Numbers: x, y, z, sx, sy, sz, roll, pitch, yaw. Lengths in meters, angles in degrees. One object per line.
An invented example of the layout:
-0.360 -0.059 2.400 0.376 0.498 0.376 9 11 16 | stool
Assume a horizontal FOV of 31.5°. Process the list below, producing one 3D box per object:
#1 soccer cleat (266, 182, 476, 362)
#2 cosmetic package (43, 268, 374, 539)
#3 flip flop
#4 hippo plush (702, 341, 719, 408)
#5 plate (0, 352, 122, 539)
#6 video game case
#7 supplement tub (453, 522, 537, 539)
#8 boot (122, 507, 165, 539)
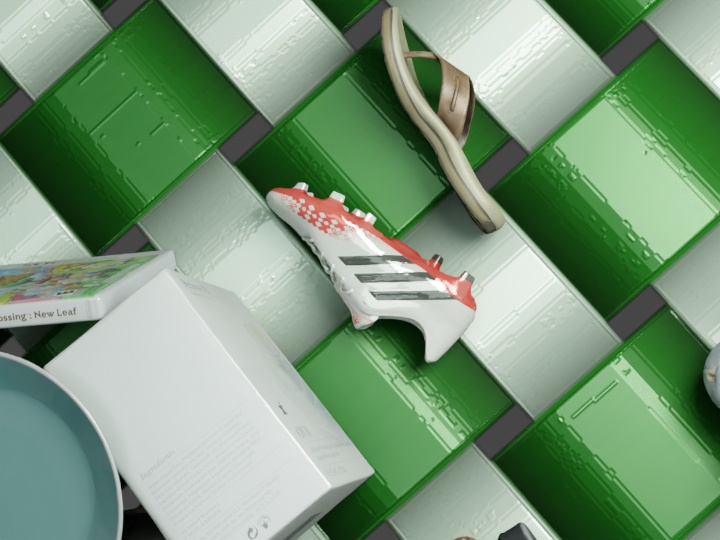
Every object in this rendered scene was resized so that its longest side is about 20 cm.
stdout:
0.000 0.000 1.042 0.200 0.069 0.085 30 85 6 | soccer cleat
-0.106 0.117 0.976 0.123 0.199 0.200 -41 80 3 | cosmetic package
0.073 -0.126 1.037 0.058 0.081 0.200 -29 84 9 | flip flop
0.356 0.075 0.961 0.200 0.159 0.161 48 123 25 | hippo plush
-0.248 0.152 0.918 0.200 0.026 0.201 5 104 23 | plate
-0.260 0.016 1.013 0.182 0.200 0.022 -5 100 8 | video game case
0.061 0.277 0.980 0.200 0.107 0.107 -35 80 4 | supplement tub
-0.217 0.224 1.012 0.200 0.138 0.078 9 85 9 | boot
